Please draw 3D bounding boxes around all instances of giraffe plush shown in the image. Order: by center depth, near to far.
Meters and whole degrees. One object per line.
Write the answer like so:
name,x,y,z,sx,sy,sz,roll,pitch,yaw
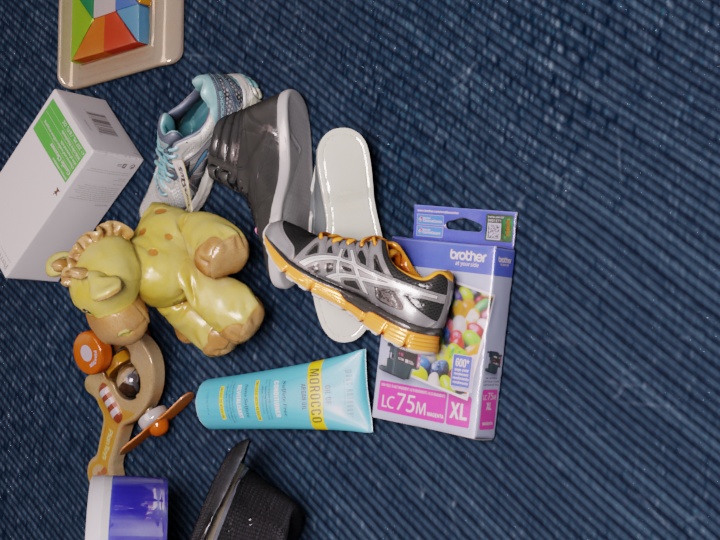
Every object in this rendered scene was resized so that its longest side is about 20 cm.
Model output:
giraffe plush,-0.213,0.007,1.290,0.172,0.161,0.202,-29,85,56

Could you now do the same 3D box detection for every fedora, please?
fedora,-0.112,0.266,1.254,0.090,0.201,0.203,21,101,4

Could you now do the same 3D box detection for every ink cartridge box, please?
ink cartridge box,0.075,0.042,1.178,0.118,0.042,0.203,7,88,39

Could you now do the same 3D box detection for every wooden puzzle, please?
wooden puzzle,-0.282,-0.315,1.501,0.198,0.037,0.188,-5,82,38

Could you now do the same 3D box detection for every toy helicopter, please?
toy helicopter,-0.254,0.161,1.424,0.131,0.078,0.203,28,114,28

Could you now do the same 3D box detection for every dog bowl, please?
dog bowl,-0.235,0.307,1.305,0.200,0.077,0.204,-178,90,-81

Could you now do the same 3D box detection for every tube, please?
tube,-0.072,0.126,1.288,0.198,0.050,0.079,-9,87,33

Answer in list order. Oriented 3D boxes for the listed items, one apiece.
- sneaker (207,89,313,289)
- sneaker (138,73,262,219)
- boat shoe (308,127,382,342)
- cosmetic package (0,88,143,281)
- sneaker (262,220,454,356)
sneaker,-0.102,-0.075,1.304,0.098,0.071,0.203,-9,73,27
sneaker,-0.191,-0.130,1.377,0.078,0.086,0.201,49,115,31
boat shoe,-0.016,-0.034,1.258,0.062,0.072,0.204,-174,82,-81
cosmetic package,-0.350,-0.094,1.504,0.201,0.084,0.108,-50,61,22
sneaker,0.000,0.000,1.168,0.198,0.078,0.078,30,99,20
